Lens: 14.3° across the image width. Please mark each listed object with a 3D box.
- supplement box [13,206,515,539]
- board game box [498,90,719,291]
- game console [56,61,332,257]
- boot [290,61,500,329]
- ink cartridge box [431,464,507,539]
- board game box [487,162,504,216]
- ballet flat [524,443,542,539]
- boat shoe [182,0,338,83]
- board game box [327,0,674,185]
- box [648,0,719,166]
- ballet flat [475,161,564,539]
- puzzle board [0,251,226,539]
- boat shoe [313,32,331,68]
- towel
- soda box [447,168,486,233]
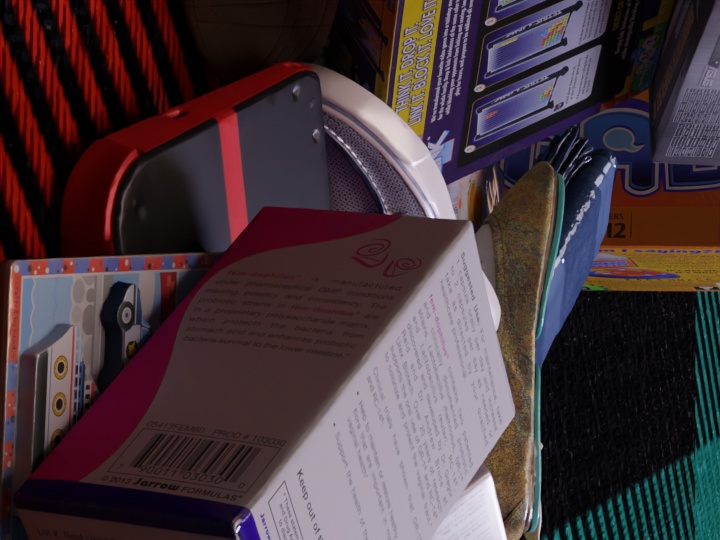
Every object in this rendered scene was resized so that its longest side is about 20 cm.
[{"bbox_3d":[-0.031,0.070,1.116,0.200,0.101,0.104,-52,136,-44],"label":"supplement box"},{"bbox_3d":[0.187,-0.098,1.867,0.200,0.199,0.201,28,64,-73],"label":"board game box"},{"bbox_3d":[-0.062,0.026,1.222,0.177,0.031,0.201,-32,122,-56],"label":"game console"},{"bbox_3d":[0.000,0.000,1.329,0.091,0.073,0.200,-59,135,-27],"label":"boot"},{"bbox_3d":[0.003,0.190,1.341,0.162,0.050,0.200,-34,139,-21],"label":"ink cartridge box"},{"bbox_3d":[0.046,0.013,1.671,0.136,0.034,0.201,51,42,-65],"label":"board game box"},{"bbox_3d":[0.076,0.169,1.703,0.067,0.062,0.201,-50,-159,49],"label":"ballet flat"},{"bbox_3d":[-0.049,-0.169,1.259,0.200,0.072,0.065,83,1,-46],"label":"boat shoe"},{"bbox_3d":[0.068,-0.125,1.331,0.057,0.165,0.200,58,-18,24],"label":"board game box"},{"bbox_3d":[0.174,-0.160,1.370,0.200,0.048,0.159,99,-8,-69],"label":"box"},{"bbox_3d":[0.065,0.038,1.465,0.071,0.070,0.201,40,53,-70],"label":"ballet flat"},{"bbox_3d":[-0.095,0.094,1.124,0.151,0.017,0.201,-4,96,-61],"label":"puzzle board"},{"bbox_3d":[-0.020,-0.099,1.431,0.063,0.073,0.200,50,14,16],"label":"boat shoe"},{"bbox_3d":[0.081,0.027,1.572,0.112,0.048,0.200,88,27,-61],"label":"towel"},{"bbox_3d":[0.014,-0.023,1.506,0.200,0.063,0.069,-18,109,-73],"label":"soda box"}]
